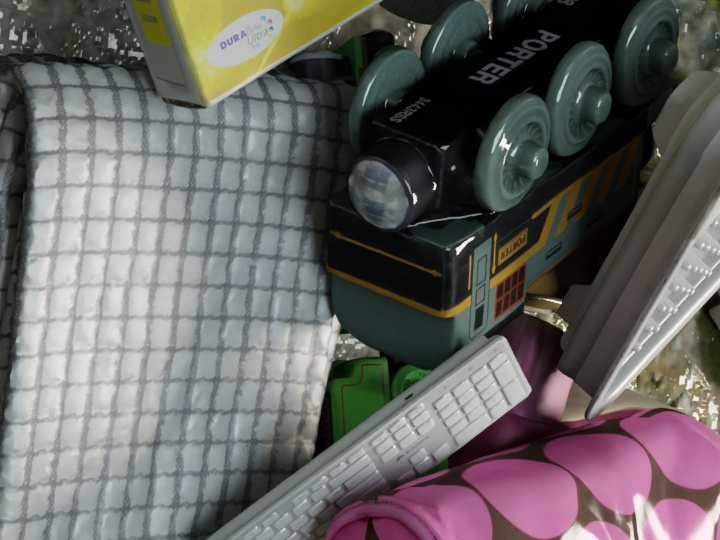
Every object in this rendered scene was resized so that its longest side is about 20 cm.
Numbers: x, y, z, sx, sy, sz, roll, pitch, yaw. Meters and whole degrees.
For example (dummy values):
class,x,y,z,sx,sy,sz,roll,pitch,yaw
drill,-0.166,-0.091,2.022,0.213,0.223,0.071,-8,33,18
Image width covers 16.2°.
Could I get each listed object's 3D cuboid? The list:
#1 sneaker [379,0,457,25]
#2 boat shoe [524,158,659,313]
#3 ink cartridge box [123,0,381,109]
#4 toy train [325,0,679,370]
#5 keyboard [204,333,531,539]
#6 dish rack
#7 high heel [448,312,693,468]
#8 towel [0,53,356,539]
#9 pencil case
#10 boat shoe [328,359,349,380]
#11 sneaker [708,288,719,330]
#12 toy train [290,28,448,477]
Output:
class,x,y,z,sx,sy,sz,roll,pitch,yaw
sneaker,0.010,-0.210,1.013,0.115,0.080,0.200,-51,126,-30
boat shoe,0.101,-0.009,1.124,0.199,0.063,0.074,-10,104,-37
ink cartridge box,-0.022,-0.192,0.904,0.197,0.047,0.201,-34,121,-28
toy train,0.059,-0.046,1.000,0.200,0.085,0.115,-37,140,-46
keyboard,-0.020,0.095,0.961,0.200,0.011,0.056,-36,146,-3
dish rack,0.148,-0.042,1.028,0.172,0.043,0.200,-43,165,-37
high heel,0.098,0.093,1.128,0.200,0.067,0.096,35,77,-56
towel,-0.088,0.019,0.967,0.165,0.085,0.201,0,99,-43
pencil case,0.075,0.116,1.000,0.199,0.090,0.094,-10,104,-44
boat shoe,0.011,0.139,1.077,0.072,0.068,0.201,-9,103,-37
sneaker,0.244,0.054,1.238,0.074,0.088,0.200,-55,128,-18
toy train,0.000,0.000,1.036,0.056,0.042,0.201,-2,83,-17
